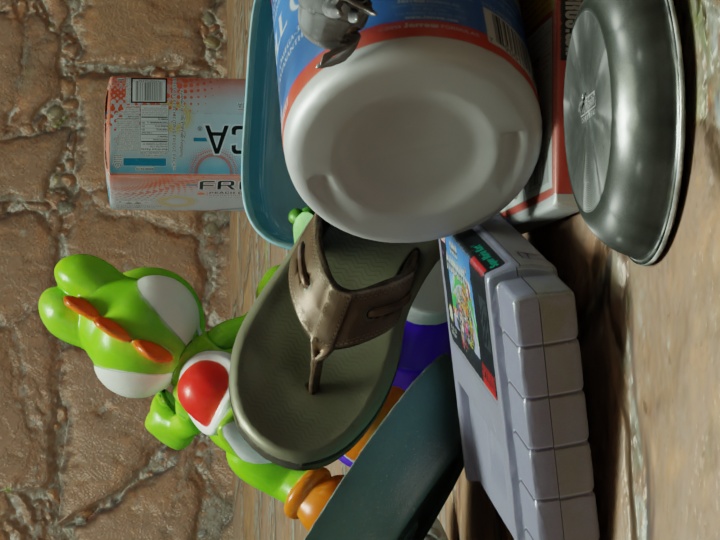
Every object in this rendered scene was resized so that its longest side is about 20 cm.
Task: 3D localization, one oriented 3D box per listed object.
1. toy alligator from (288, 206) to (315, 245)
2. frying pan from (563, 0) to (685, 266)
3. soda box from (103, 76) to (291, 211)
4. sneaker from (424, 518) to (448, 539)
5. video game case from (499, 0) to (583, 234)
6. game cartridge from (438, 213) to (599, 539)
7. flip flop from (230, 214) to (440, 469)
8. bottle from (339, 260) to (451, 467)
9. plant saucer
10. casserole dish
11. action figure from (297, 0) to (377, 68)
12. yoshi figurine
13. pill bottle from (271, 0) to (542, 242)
[{"bbox_3d":[-0.011,-0.027,1.147,0.200,0.059,0.054,-38,77,31],"label":"toy alligator"},{"bbox_3d":[0.098,-0.095,0.787,0.115,0.031,0.191,-115,24,-72],"label":"frying pan"},{"bbox_3d":[-0.052,-0.073,1.277,0.068,0.198,0.064,107,163,-74],"label":"soda box"},{"bbox_3d":[0.015,0.232,1.193,0.105,0.075,0.201,110,156,-55],"label":"sneaker"},{"bbox_3d":[0.079,-0.121,0.963,0.143,0.017,0.202,154,116,-82],"label":"video game case"},{"bbox_3d":[0.064,0.048,0.935,0.200,0.038,0.131,-122,20,-77],"label":"game cartridge"},{"bbox_3d":[0.000,0.000,1.038,0.201,0.081,0.058,-57,-15,-11],"label":"flip flop"},{"bbox_3d":[0.023,0.045,1.198,0.200,0.065,0.084,106,171,-64],"label":"bottle"},{"bbox_3d":[0.005,0.135,1.074,0.201,0.036,0.200,-55,-10,-14],"label":"plant saucer"},{"bbox_3d":[-0.005,-0.091,1.226,0.039,0.120,0.202,94,178,-75],"label":"casserole dish"},{"bbox_3d":[0.030,-0.164,0.830,0.201,0.069,0.130,-61,24,15],"label":"action figure"},{"bbox_3d":[-0.072,0.052,1.131,0.113,0.199,0.112,-53,-12,-30],"label":"yoshi figurine"},{"bbox_3d":[0.015,-0.118,0.962,0.201,0.111,0.113,-97,10,-45],"label":"pill bottle"}]
